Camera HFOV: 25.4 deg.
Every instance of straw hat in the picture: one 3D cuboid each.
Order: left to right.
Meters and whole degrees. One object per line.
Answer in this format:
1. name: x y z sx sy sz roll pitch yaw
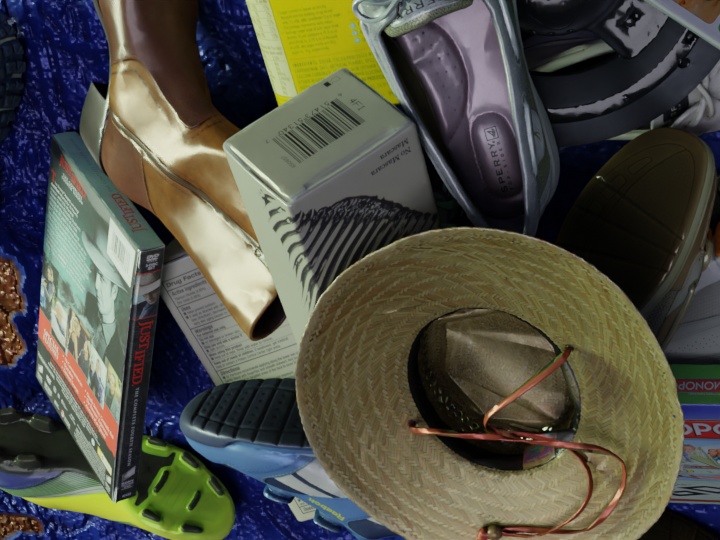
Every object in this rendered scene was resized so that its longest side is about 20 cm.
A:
1. straw hat: 0.070 0.052 0.817 0.201 0.085 0.201 6 117 11

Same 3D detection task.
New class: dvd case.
1. dvd case: -0.174 0.031 1.044 0.146 0.022 0.200 47 138 43

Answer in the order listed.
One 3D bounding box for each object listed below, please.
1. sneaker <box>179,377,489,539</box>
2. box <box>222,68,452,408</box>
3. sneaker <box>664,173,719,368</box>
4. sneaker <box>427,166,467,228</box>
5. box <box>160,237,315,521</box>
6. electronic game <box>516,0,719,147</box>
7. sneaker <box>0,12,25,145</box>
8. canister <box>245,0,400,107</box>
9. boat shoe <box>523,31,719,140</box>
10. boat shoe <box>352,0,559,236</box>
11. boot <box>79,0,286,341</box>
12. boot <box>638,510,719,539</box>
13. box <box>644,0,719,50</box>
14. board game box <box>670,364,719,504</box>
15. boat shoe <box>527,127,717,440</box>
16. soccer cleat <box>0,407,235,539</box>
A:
1. sneaker: -0.016 0.121 0.960 0.200 0.074 0.082 12 122 13
2. box: 0.000 0.000 0.840 0.068 0.082 0.200 42 160 42
3. sneaker: 0.215 0.010 0.905 0.092 0.076 0.200 30 138 -11
4. sneaker: 0.048 -0.011 0.956 0.200 0.074 0.088 41 120 -3
5. box: -0.039 0.052 1.020 0.095 0.078 0.200 -18 110 29
6. electronic game: 0.096 -0.157 0.800 0.200 0.042 0.200 3 115 6
7. sneaker: -0.281 -0.091 1.039 0.085 0.077 0.200 28 124 10
8. canister: -0.006 -0.193 0.865 0.148 0.087 0.200 -6 117 22
9. boat shoe: 0.168 -0.103 0.858 0.200 0.066 0.072 2 118 20
10. boat shoe: 0.043 -0.106 0.771 0.074 0.065 0.202 -16 111 14
11. boot: -0.088 -0.088 0.902 0.200 0.068 0.189 46 126 36
12. boot: 0.146 0.226 1.052 0.200 0.072 0.155 13 126 8
13. box: 0.237 -0.172 0.720 0.176 0.097 0.200 31 103 -13
14. board game box: 0.204 0.099 0.945 0.200 0.029 0.135 -1 148 22
15. boat shoe: 0.143 0.019 0.863 0.073 0.063 0.201 29 105 40
16. soccer cleat: -0.183 0.152 1.156 0.200 0.065 0.084 17 152 7
